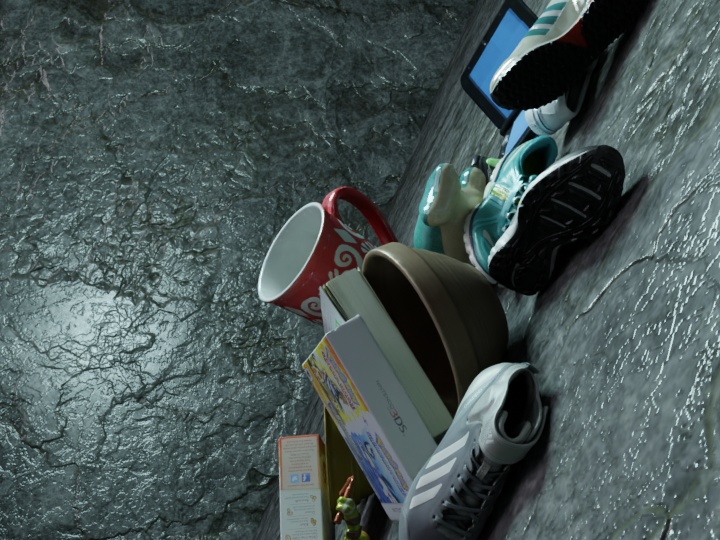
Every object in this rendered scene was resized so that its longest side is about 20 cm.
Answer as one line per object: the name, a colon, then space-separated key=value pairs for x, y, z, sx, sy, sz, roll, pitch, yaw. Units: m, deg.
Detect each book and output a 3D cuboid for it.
book: x=0.026 y=0.114 z=0.905 sx=0.048 sy=0.200 sz=0.134 roll=-26 pitch=-27 yaw=-18

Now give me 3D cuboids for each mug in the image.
mug: x=0.003 y=0.004 z=1.043 sx=0.178 sy=0.200 sz=0.133 roll=-60 pitch=25 yaw=-2

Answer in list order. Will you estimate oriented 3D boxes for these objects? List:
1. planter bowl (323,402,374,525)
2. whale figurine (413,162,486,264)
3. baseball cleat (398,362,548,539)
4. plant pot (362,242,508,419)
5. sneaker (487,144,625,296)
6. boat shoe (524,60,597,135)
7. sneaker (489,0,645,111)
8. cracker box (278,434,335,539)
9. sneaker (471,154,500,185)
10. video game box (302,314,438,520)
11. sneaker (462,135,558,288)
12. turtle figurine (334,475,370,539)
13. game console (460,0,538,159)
planter bowl: x=-0.001 y=0.230 z=1.123 sx=0.200 sy=0.083 sz=0.201 roll=176 pitch=90 yaw=-90
whale figurine: x=0.104 y=-0.057 z=1.033 sx=0.200 sy=0.103 sz=0.160 roll=41 pitch=-116 yaw=-59
baseball cleat: x=0.088 y=0.163 z=0.682 sx=0.106 sy=0.070 sz=0.201 roll=130 pitch=163 yaw=-77
plant pot: x=0.087 y=0.055 z=0.866 sx=0.092 sy=0.201 sz=0.201 roll=-23 pitch=-9 yaw=-16
sneaker: x=0.179 y=-0.057 z=0.784 sx=0.079 sy=0.074 sz=0.200 roll=-62 pitch=1 yaw=-32
boat shoe: x=0.257 y=-0.253 z=1.022 sx=0.067 sy=0.073 sz=0.201 roll=-16 pitch=54 yaw=54
sneaker: x=0.227 y=-0.266 z=0.967 sx=0.200 sy=0.070 sz=0.094 roll=-42 pitch=26 yaw=17
cracker box: x=-0.066 y=0.324 z=1.079 sx=0.134 sy=0.057 sz=0.201 roll=79 pitch=-174 yaw=-65
sneaker: x=0.155 y=-0.098 z=1.226 sx=0.200 sy=0.084 sz=0.077 roll=119 pitch=175 yaw=-46
video game box: x=0.017 y=0.157 z=0.852 sx=0.047 sy=0.200 sz=0.182 roll=-28 pitch=-9 yaw=-19
sneaker: x=0.174 y=-0.074 z=0.955 sx=0.080 sy=0.077 sz=0.201 roll=-39 pitch=27 yaw=57
turtle figurine: x=-0.011 y=0.348 z=0.942 sx=0.161 sy=0.064 sz=0.201 roll=-68 pitch=-15 yaw=-65
game console: x=0.208 y=-0.255 z=1.218 sx=0.200 sy=0.118 sz=0.171 roll=120 pitch=174 yaw=-57
